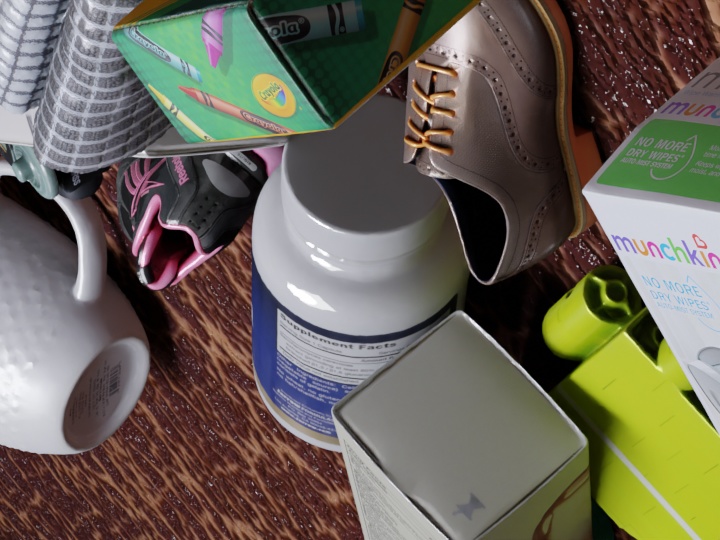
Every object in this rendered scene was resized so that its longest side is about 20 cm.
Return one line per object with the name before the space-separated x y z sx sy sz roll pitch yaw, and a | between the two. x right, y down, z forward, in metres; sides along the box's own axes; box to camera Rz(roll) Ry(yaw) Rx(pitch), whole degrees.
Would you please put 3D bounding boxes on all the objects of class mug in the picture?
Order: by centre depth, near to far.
mug | -0.226 0.018 1.802 0.175 0.147 0.201 31 121 25

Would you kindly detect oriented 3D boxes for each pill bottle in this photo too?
pill bottle | 0.000 0.000 1.376 0.111 0.111 0.200 40 155 20

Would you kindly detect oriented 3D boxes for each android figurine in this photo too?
android figurine | 0.156 0.081 1.313 0.182 0.041 0.200 47 157 5

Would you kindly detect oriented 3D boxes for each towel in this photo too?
towel | -0.062 -0.142 1.153 0.086 0.200 0.166 45 155 9

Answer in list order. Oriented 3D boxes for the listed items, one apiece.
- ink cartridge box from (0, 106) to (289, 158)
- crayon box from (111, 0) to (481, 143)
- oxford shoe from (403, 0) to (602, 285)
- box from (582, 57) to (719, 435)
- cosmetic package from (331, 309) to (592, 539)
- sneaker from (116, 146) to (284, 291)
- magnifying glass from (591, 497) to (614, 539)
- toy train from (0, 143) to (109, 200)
ink cartridge box | -0.120 -0.135 1.346 0.200 0.083 0.147 10 103 58
crayon box | 0.014 -0.131 1.030 0.058 0.200 0.119 55 156 -17
oxford shoe | 0.051 -0.079 1.208 0.071 0.073 0.200 22 145 48
box | 0.211 0.016 1.044 0.200 0.097 0.177 14 141 55
cosmetic package | 0.056 0.116 1.396 0.103 0.087 0.200 47 168 21
sneaker | -0.105 -0.029 1.529 0.079 0.096 0.200 33 160 -9
magnifying glass | 0.061 0.093 1.529 0.200 0.022 0.080 42 156 18
toy train | -0.190 -0.127 1.568 0.114 0.085 0.200 46 159 32
